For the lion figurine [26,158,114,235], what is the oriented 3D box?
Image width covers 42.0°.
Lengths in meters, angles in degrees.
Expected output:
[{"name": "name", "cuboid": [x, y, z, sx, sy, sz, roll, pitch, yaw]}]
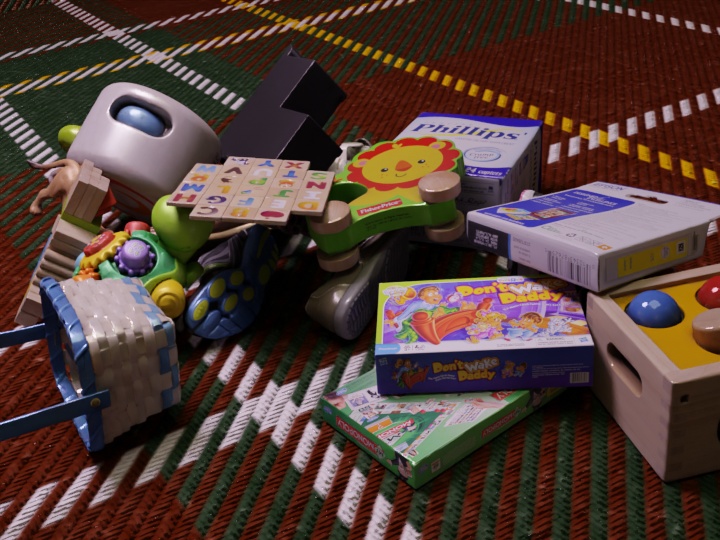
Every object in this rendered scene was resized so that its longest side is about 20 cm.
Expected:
[{"name": "lion figurine", "cuboid": [-0.347, -0.067, 1.160, 0.122, 0.202, 0.072, -26, 1, 42]}]

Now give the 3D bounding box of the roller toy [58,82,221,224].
[{"name": "roller toy", "cuboid": [-0.281, -0.154, 1.247, 0.181, 0.199, 0.141, 7, 66, 48]}]

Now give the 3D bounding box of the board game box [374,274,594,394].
[{"name": "board game box", "cuboid": [0.114, 0.059, 0.904, 0.196, 0.045, 0.135, -3, 28, 4]}]

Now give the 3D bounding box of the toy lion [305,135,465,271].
[{"name": "toy lion", "cuboid": [0.029, -0.094, 1.074, 0.197, 0.070, 0.192, -16, 33, -4]}]

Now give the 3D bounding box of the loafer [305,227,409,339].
[{"name": "loafer", "cuboid": [0.000, 0.000, 1.060, 0.069, 0.076, 0.200, 12, 33, 22]}]

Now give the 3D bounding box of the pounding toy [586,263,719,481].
[{"name": "pounding toy", "cuboid": [0.319, 0.072, 0.803, 0.181, 0.144, 0.201, -11, 28, -9]}]

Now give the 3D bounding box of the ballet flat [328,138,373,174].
[{"name": "ballet flat", "cuboid": [-0.029, -0.137, 1.325, 0.071, 0.073, 0.201, 7, 31, 21]}]

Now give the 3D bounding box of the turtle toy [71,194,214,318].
[{"name": "turtle toy", "cuboid": [-0.240, -0.005, 1.024, 0.198, 0.102, 0.146, -32, 23, 0]}]

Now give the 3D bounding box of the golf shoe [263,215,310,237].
[{"name": "golf shoe", "cuboid": [-0.064, -0.079, 1.155, 0.091, 0.074, 0.199, 16, 3, 36]}]

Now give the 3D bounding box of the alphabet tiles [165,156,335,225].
[{"name": "alphabet tiles", "cuboid": [-0.115, -0.090, 1.023, 0.163, 0.006, 0.201, 4, 24, 3]}]

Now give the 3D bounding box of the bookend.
[{"name": "bookend", "cuboid": [-0.083, -0.198, 1.295, 0.201, 0.092, 0.198, -55, 35, -8]}]

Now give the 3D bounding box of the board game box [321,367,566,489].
[{"name": "board game box", "cuboid": [0.080, 0.116, 0.883, 0.198, 0.030, 0.134, -24, 35, -32]}]

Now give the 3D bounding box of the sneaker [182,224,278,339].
[{"name": "sneaker", "cuboid": [-0.155, 0.018, 1.079, 0.082, 0.071, 0.200, -19, 25, 24]}]

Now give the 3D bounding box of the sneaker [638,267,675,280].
[{"name": "sneaker", "cuboid": [0.309, -0.039, 1.078, 0.081, 0.079, 0.201, -9, 29, -10]}]

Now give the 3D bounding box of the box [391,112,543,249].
[{"name": "box", "cuboid": [0.129, -0.122, 1.232, 0.181, 0.107, 0.200, 8, 31, 22]}]

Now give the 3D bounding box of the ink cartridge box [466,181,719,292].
[{"name": "ink cartridge box", "cuboid": [0.245, -0.042, 0.963, 0.197, 0.048, 0.197, -12, 19, -29]}]

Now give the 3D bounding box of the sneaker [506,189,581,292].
[{"name": "sneaker", "cuboid": [0.215, -0.017, 1.076, 0.085, 0.081, 0.201, 11, 38, 4]}]

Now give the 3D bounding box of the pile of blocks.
[{"name": "pile of blocks", "cuboid": [-0.333, -0.024, 1.092, 0.061, 0.203, 0.082, 25, 0, -21]}]

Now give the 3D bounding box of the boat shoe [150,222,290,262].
[{"name": "boat shoe", "cuboid": [-0.183, -0.058, 1.180, 0.197, 0.072, 0.069, -12, 73, -21]}]

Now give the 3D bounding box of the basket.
[{"name": "basket", "cuboid": [-0.275, 0.089, 0.871, 0.197, 0.141, 0.176, -9, 26, -25]}]
